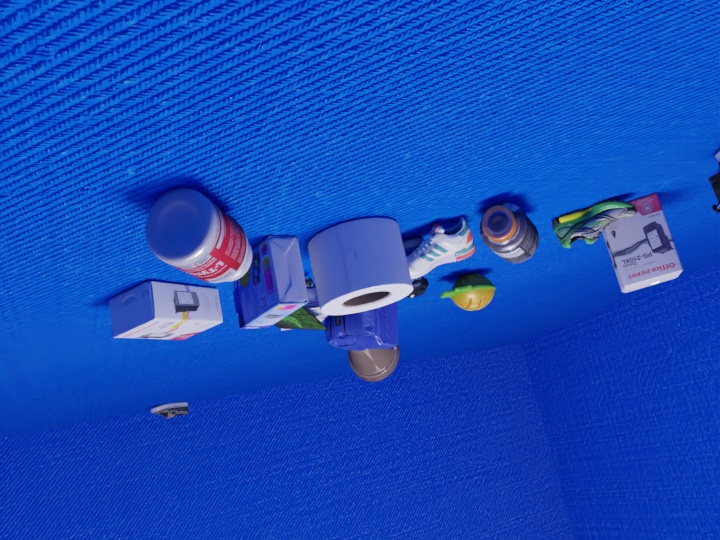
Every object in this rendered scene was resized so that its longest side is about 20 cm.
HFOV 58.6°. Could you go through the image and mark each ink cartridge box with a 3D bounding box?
[{"bbox_3d":[-0.421,0.091,1.399,0.145,0.088,0.198,-22,164,29],"label":"ink cartridge box"},{"bbox_3d":[-0.193,0.033,1.289,0.075,0.140,0.199,1,159,-36],"label":"ink cartridge box"},{"bbox_3d":[0.694,-0.066,1.597,0.141,0.206,0.084,-17,165,15],"label":"ink cartridge box"},{"bbox_3d":[-0.145,0.095,1.686,0.113,0.070,0.200,-6,164,-20],"label":"ink cartridge box"}]

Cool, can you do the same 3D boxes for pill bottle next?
[{"bbox_3d":[-0.244,-0.045,1.014,0.109,0.115,0.200,-15,165,8],"label":"pill bottle"},{"bbox_3d":[0.320,-0.084,1.388,0.104,0.109,0.199,-19,164,21],"label":"pill bottle"}]

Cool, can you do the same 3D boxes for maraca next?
[{"bbox_3d":[0.322,0.064,1.914,0.135,0.110,0.197,-25,161,40],"label":"maraca"}]

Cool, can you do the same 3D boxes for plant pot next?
[{"bbox_3d":[0.025,0.270,2.283,0.195,0.205,0.175,-17,148,13],"label":"plant pot"}]

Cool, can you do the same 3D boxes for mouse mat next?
[{"bbox_3d":[-0.187,0.109,1.597,0.157,0.008,0.200,-1,152,27],"label":"mouse mat"}]

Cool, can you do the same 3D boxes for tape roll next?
[{"bbox_3d":[-0.001,-0.005,1.319,0.197,0.143,0.203,-12,164,-3],"label":"tape roll"}]

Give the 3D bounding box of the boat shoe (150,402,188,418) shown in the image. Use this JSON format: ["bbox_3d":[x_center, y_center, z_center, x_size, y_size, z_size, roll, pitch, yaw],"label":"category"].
[{"bbox_3d":[-0.920,0.681,3.104,0.197,0.065,0.070,2,159,-46],"label":"boat shoe"}]

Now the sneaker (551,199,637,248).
[{"bbox_3d":[0.572,-0.110,1.558,0.196,0.088,0.078,-20,164,20],"label":"sneaker"}]

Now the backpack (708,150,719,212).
[{"bbox_3d":[0.833,-0.210,1.306,0.185,0.159,0.200,-6,172,5],"label":"backpack"}]

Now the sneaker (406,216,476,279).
[{"bbox_3d":[0.153,-0.054,1.396,0.195,0.095,0.071,-20,-153,-3],"label":"sneaker"}]

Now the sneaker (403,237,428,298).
[{"bbox_3d":[0.124,0.002,1.508,0.075,0.114,0.200,-12,165,-5],"label":"sneaker"}]

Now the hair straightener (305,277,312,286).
[{"bbox_3d":[-0.186,0.054,1.549,0.076,0.042,0.197,2,164,-44],"label":"hair straightener"}]

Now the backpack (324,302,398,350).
[{"bbox_3d":[-0.012,0.133,1.785,0.196,0.167,0.166,-8,161,34],"label":"backpack"}]
